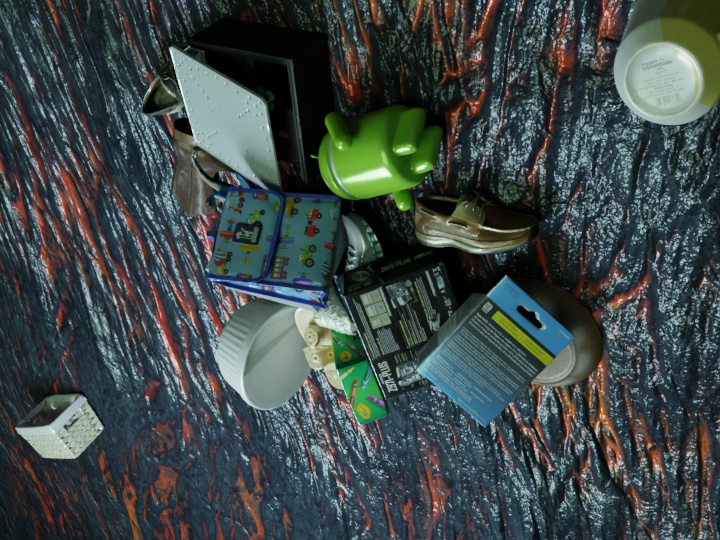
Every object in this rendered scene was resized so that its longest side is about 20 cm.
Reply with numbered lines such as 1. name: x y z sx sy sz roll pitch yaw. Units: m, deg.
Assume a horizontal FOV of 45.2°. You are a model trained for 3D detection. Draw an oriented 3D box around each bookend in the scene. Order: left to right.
1. bookend: -0.146 -0.261 1.319 0.197 0.092 0.202 18 132 27

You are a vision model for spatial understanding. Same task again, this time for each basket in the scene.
1. basket: -0.809 0.424 2.336 0.198 0.136 0.125 -11 118 42

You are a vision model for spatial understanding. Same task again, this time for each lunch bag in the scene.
1. lunch bag: -0.135 -0.041 1.309 0.196 0.154 0.094 9 162 2

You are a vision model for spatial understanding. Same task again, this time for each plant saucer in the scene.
1. plant saucer: 0.271 0.107 1.334 0.197 0.037 0.203 20 132 24

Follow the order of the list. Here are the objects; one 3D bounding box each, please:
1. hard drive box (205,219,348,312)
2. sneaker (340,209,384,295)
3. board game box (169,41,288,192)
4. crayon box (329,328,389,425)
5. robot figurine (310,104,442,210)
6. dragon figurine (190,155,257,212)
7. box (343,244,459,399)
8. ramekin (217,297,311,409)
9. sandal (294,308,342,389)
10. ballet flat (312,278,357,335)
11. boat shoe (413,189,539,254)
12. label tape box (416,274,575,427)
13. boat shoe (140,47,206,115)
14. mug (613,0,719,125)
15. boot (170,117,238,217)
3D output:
1. hard drive box: -0.134 -0.034 1.434 0.197 0.158 0.077 12 160 29
2. sneaker: 0.000 0.000 1.404 0.203 0.085 0.075 68 171 -22
3. board game box: -0.194 -0.227 1.307 0.198 0.026 0.202 33 151 26
4. crayon box: -0.006 0.148 1.461 0.057 0.201 0.120 -19 119 3
5. robot figurine: 0.022 -0.168 1.247 0.198 0.118 0.175 -9 147 40
6. dragon figurine: -0.194 -0.118 1.404 0.099 0.059 0.202 -33 73 10
7. box: 0.080 0.079 1.367 0.161 0.086 0.203 -20 115 7
8. ramekin: -0.176 0.144 1.595 0.093 0.202 0.205 23 135 35
9. sandal: -0.062 0.159 1.572 0.076 0.070 0.214 -11 130 18
10. ballet flat: -0.055 0.058 1.447 0.201 0.071 0.073 -121 15 -57
11. boat shoe: 0.159 -0.074 1.250 0.197 0.076 0.075 4 122 34
12. label tape box: 0.200 0.112 1.291 0.144 0.063 0.200 40 109 -7
13. boat shoe: -0.297 -0.308 1.417 0.073 0.065 0.199 49 136 -5
14. mug: 0.347 -0.245 0.912 0.148 0.153 0.188 33 136 12
15. boot: -0.253 -0.153 1.514 0.184 0.064 0.202 29 140 11
